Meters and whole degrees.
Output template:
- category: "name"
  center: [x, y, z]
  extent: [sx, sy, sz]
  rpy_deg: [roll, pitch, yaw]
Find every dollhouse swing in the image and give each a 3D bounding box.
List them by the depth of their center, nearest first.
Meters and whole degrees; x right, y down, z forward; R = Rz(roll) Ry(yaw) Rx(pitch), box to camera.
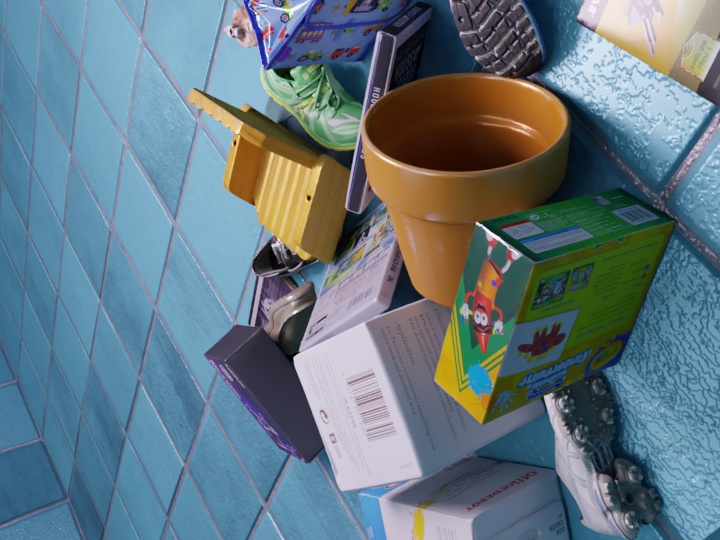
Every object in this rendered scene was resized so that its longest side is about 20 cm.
- category: "dollhouse swing"
  center: [-0.138, -0.120, 1.059]
  extent: [0.199, 0.174, 0.184]
  rpy_deg: [37, 118, 38]

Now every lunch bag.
- category: "lunch bag"
  center: [-0.017, -0.315, 0.918]
  extent: [0.199, 0.149, 0.096]
  rpy_deg: [-23, 84, 54]

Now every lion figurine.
- category: "lion figurine"
  center: [-0.125, -0.403, 1.116]
  extent: [0.122, 0.072, 0.203]
  rpy_deg: [37, 116, 50]

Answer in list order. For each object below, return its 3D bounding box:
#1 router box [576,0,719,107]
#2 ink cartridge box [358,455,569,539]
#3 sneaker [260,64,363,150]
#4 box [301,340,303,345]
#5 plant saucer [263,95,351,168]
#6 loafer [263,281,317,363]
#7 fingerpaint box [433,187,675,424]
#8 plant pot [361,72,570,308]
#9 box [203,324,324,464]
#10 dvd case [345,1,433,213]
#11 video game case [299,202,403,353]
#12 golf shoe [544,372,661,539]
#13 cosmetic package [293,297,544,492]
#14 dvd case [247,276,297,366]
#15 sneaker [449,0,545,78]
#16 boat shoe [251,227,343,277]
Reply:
- category: "router box"
  center: [0.274, -0.255, 0.630]
  extent: [0.157, 0.052, 0.202]
  rpy_deg: [45, 134, 35]
- category: "ink cartridge box"
  center: [0.124, 0.314, 0.949]
  extent: [0.199, 0.146, 0.147]
  rpy_deg: [-7, 97, 54]
- category: "sneaker"
  center: [-0.057, -0.223, 1.029]
  extent: [0.199, 0.074, 0.084]
  rpy_deg: [37, 160, 19]
- category: "box"
  center: [-0.005, 0.186, 1.101]
  extent: [0.144, 0.036, 0.202]
  rpy_deg: [42, 159, 39]
- category: "plant saucer"
  center: [-0.084, -0.188, 1.143]
  extent: [0.199, 0.027, 0.204]
  rpy_deg: [14, 109, 47]
- category: "loafer"
  center: [-0.097, 0.082, 1.207]
  extent: [0.069, 0.075, 0.200]
  rpy_deg: [52, 152, 11]
- category: "fingerpaint box"
  center: [0.174, 0.027, 0.738]
  extent: [0.073, 0.198, 0.169]
  rpy_deg: [40, 132, 39]
- category: "plant pot"
  center: [0.105, -0.071, 0.822]
  extent: [0.199, 0.199, 0.185]
  rpy_deg: [36, 144, 41]
- category: "box"
  center: [-0.134, 0.182, 1.224]
  extent: [0.201, 0.079, 0.141]
  rpy_deg: [53, 158, -13]
- category: "dvd case"
  center: [0.032, -0.184, 0.911]
  extent: [0.024, 0.151, 0.202]
  rpy_deg: [19, 123, 10]
- category: "video game case"
  center: [0.000, 0.000, 1.015]
  extent: [0.200, 0.022, 0.184]
  rpy_deg: [-37, 29, 52]
- category: "golf shoe"
  center: [0.221, 0.179, 0.838]
  extent: [0.097, 0.077, 0.203]
  rpy_deg: [-36, 72, 58]
- category: "cosmetic package"
  center: [0.065, 0.129, 0.919]
  extent: [0.166, 0.198, 0.170]
  rpy_deg: [-31, 78, 53]
- category: "dvd case"
  center: [-0.115, 0.089, 1.302]
  extent: [0.200, 0.016, 0.150]
  rpy_deg: [44, 134, 34]
- category: "sneaker"
  center: [0.126, -0.286, 0.804]
  extent: [0.078, 0.089, 0.201]
  rpy_deg: [-28, 98, 46]
- category: "boat shoe"
  center: [-0.096, -0.033, 1.191]
  extent: [0.199, 0.063, 0.072]
  rpy_deg: [-34, 74, 50]
